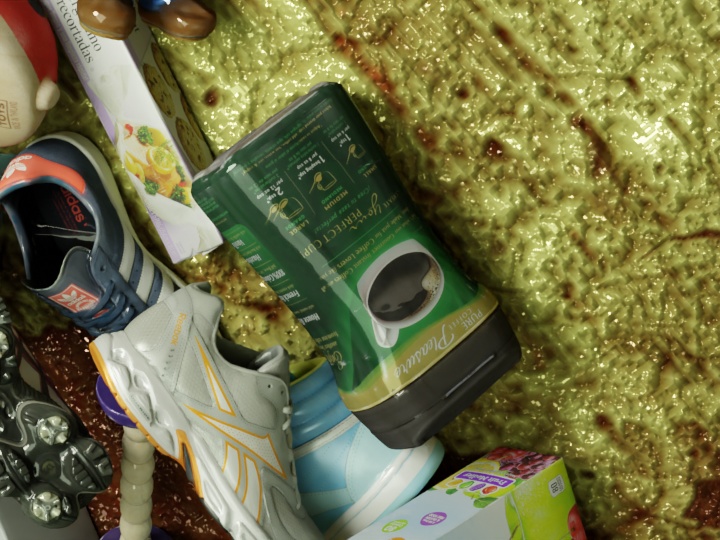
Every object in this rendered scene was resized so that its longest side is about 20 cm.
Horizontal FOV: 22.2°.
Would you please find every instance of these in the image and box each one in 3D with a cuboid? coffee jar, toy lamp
[{"bbox_3d":[0.000,0.000,1.047,0.104,0.085,0.200,-38,96,-20],"label":"coffee jar"},{"bbox_3d":[-0.139,0.144,1.146,0.058,0.058,0.201,17,133,11],"label":"toy lamp"}]

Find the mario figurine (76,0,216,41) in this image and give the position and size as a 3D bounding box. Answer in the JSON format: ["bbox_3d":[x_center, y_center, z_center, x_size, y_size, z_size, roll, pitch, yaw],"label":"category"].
[{"bbox_3d":[-0.100,-0.220,0.991,0.105,0.123,0.201,17,113,16],"label":"mario figurine"}]

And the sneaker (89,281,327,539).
[{"bbox_3d":[-0.061,0.095,1.044,0.092,0.076,0.200,-39,108,-5],"label":"sneaker"}]

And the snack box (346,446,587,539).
[{"bbox_3d":[0.052,0.222,1.060,0.068,0.199,0.169,4,117,55],"label":"snack box"}]

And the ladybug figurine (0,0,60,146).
[{"bbox_3d":[-0.251,-0.147,1.075,0.199,0.072,0.136,30,147,16],"label":"ladybug figurine"}]

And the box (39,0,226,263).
[{"bbox_3d":[-0.132,-0.102,1.087,0.039,0.041,0.201,-22,101,23],"label":"box"}]

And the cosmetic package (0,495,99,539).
[{"bbox_3d":[-0.221,0.188,1.187,0.071,0.101,0.201,-15,105,21],"label":"cosmetic package"}]

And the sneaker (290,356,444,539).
[{"bbox_3d":[-0.058,0.131,1.129,0.131,0.080,0.200,45,106,-4],"label":"sneaker"}]

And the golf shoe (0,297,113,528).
[{"bbox_3d":[-0.224,0.061,1.073,0.077,0.088,0.201,-34,105,-9],"label":"golf shoe"}]

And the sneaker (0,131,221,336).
[{"bbox_3d":[-0.156,0.015,1.112,0.075,0.085,0.200,-31,98,24],"label":"sneaker"}]

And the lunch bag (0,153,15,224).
[{"bbox_3d":[-0.332,-0.018,1.134,0.199,0.122,0.171,18,108,12],"label":"lunch bag"}]
